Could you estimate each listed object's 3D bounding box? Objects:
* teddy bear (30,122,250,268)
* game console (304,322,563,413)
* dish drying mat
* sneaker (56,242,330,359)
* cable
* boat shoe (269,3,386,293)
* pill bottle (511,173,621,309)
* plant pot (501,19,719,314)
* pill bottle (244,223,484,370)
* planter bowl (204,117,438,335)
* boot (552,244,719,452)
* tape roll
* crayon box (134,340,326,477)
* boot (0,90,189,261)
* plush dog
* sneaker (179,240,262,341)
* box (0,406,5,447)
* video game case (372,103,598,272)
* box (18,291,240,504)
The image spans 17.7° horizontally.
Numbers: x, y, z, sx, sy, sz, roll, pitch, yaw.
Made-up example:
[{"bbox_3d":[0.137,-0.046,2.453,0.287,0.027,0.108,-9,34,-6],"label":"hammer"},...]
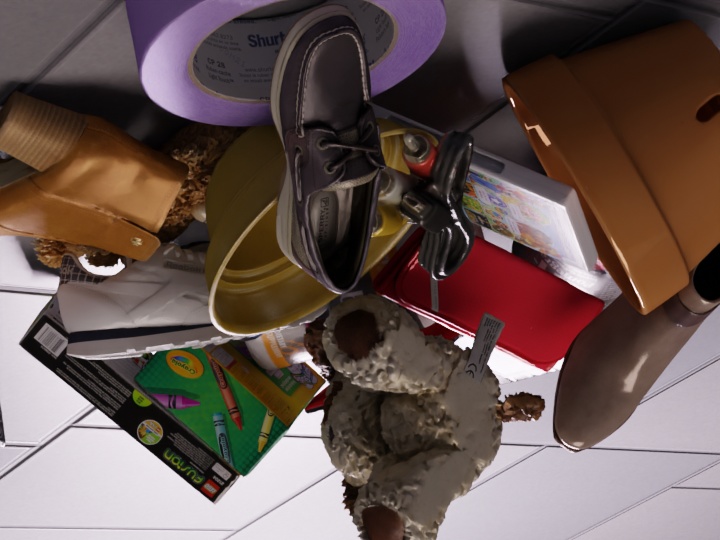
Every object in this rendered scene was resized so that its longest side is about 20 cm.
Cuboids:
[{"bbox_3d":[-0.154,-0.042,1.720,0.200,0.067,0.145,-21,159,22],"label":"teddy bear"},{"bbox_3d":[0.078,0.090,1.947,0.172,0.119,0.200,26,161,-19],"label":"game console"},{"bbox_3d":[0.102,0.021,1.788,0.200,0.018,0.077,26,110,-39],"label":"dish drying mat"},{"bbox_3d":[-0.121,0.016,1.694,0.199,0.081,0.076,-6,173,-13],"label":"sneaker"},{"bbox_3d":[0.049,-0.051,1.623,0.097,0.050,0.200,-55,165,0],"label":"cable"},{"bbox_3d":[-0.015,-0.073,1.464,0.072,0.065,0.200,-18,134,-27],"label":"boat shoe"},{"bbox_3d":[0.185,-0.024,1.892,0.110,0.111,0.200,-7,157,-13],"label":"pill bottle"},{"bbox_3d":[0.211,-0.089,1.675,0.140,0.200,0.200,-32,157,1],"label":"plant pot"},{"bbox_3d":[0.000,0.000,1.841,0.199,0.117,0.116,-16,158,7],"label":"pill bottle"},{"bbox_3d":[-0.046,-0.053,1.614,0.200,0.084,0.201,-33,157,-16],"label":"planter bowl"},{"bbox_3d":[0.227,0.039,1.759,0.070,0.200,0.146,35,153,-7],"label":"boot"},{"bbox_3d":[-0.048,-0.167,1.481,0.200,0.066,0.200,-10,158,-4],"label":"tape roll"},{"bbox_3d":[-0.102,0.089,1.884,0.058,0.119,0.200,-49,179,11],"label":"crayon box"},{"bbox_3d":[-0.218,-0.036,1.636,0.144,0.071,0.201,27,135,-18],"label":"boot"},{"bbox_3d":[0.030,0.113,1.763,0.160,0.201,0.172,-10,-179,-34],"label":"plush dog"},{"bbox_3d":[-0.110,0.018,1.758,0.199,0.085,0.077,-19,180,2],"label":"sneaker"},{"bbox_3d":[-0.408,0.106,1.873,0.200,0.115,0.132,-19,158,14],"label":"box"},{"bbox_3d":[0.074,-0.066,1.690,0.200,0.018,0.143,24,167,20],"label":"video game case"},{"bbox_3d":[-0.177,0.096,1.848,0.035,0.200,0.110,-49,-173,11],"label":"box"}]
